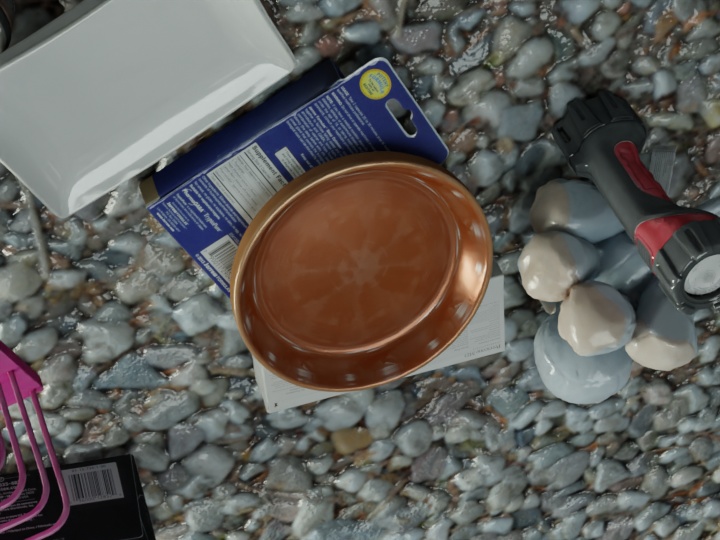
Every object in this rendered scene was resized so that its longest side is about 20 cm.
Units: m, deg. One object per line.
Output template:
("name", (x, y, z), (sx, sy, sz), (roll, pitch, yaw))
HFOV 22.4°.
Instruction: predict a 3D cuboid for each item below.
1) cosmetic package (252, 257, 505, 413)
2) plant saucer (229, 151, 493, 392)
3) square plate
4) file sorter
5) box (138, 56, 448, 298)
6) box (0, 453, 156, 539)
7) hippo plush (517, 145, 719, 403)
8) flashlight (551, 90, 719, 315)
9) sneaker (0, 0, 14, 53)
("cosmetic package", (0.013, 0.044, 1.428), (0.199, 0.051, 0.083), (-14, 130, -11))
("plant saucer", (0.000, 0.000, 1.339), (0.199, 0.032, 0.201), (-10, 126, -14))
("square plate", (-0.151, -0.128, 1.177), (0.199, 0.029, 0.198), (-33, 158, 1))
("file sorter", (-0.302, 0.125, 1.275), (0.138, 0.126, 0.200), (-24, 157, 1))
("box", (-0.045, -0.072, 1.313), (0.199, 0.033, 0.121), (-31, 135, 8))
("box", (-0.265, 0.241, 1.435), (0.198, 0.133, 0.115), (-7, 136, -16))
("hippo plush", (0.182, 0.012, 1.429), (0.159, 0.201, 0.161), (28, 146, -4))
("flashlight", (0.212, -0.056, 1.315), (0.067, 0.201, 0.068), (17, 122, -33))
("sneaker", (-0.303, -0.155, 1.095), (0.198, 0.082, 0.077), (-8, 133, -16))
